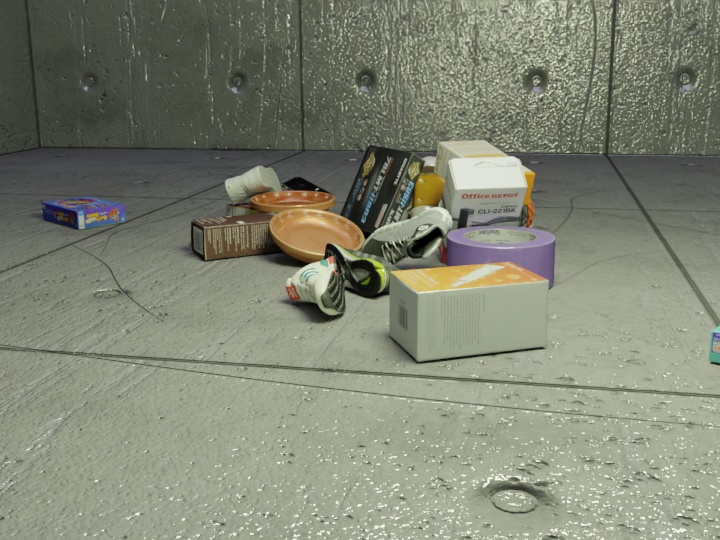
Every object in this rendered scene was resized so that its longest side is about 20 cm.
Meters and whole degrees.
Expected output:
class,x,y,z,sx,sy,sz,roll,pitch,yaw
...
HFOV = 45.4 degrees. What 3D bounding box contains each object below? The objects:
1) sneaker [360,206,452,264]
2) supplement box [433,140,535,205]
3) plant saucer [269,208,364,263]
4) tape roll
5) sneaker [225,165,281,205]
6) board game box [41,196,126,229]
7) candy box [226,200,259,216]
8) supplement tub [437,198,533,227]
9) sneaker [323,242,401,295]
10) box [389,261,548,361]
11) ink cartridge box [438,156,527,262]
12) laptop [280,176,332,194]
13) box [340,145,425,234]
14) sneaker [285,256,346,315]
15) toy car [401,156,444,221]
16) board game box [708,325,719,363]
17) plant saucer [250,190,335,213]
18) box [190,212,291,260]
class,x,y,z,sx,sy,sz,roll,pitch,yaw
sneaker,0.076,-0.045,1.591,0.198,0.076,0.116,-29,17,19
supplement box,0.258,-0.206,1.817,0.123,0.075,0.200,-5,30,-25
plant saucer,-0.091,-0.066,1.758,0.195,0.038,0.201,10,29,-5
tape roll,0.253,-0.021,1.558,0.195,0.087,0.200,0,13,0
sneaker,-0.266,-0.203,2.101,0.113,0.075,0.200,-19,-9,10
board game box,-0.708,-0.149,2.200,0.133,0.046,0.198,-13,19,-42
candy box,-0.220,-0.131,2.082,0.197,0.058,0.115,14,20,41
supplement tub,0.275,-0.121,1.878,0.196,0.126,0.122,-9,16,-31
sneaker,0.000,0.000,1.543,0.080,0.076,0.199,1,16,-38
box,0.151,0.055,1.224,0.195,0.100,0.124,-4,14,-17
ink cartridge box,0.232,-0.115,1.674,0.141,0.202,0.085,-2,46,-6
laptop,-0.198,-0.205,2.481,0.197,0.105,0.177,28,18,4
box,0.044,-0.181,1.986,0.049,0.204,0.198,23,0,-31
sneaker,-0.077,0.035,1.415,0.091,0.072,0.200,-18,15,4
toy car,0.128,-0.172,2.079,0.195,0.179,0.150,2,-21,14
board game box,0.582,0.101,1.129,0.197,0.046,0.150,12,19,41
plant saucer,-0.156,-0.153,1.994,0.195,0.033,0.201,0,14,0
box,-0.251,-0.075,1.823,0.196,0.077,0.100,-6,14,-28
